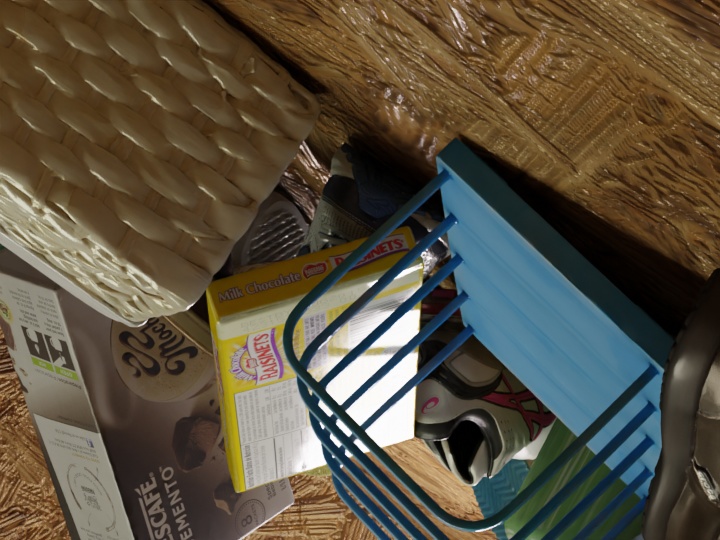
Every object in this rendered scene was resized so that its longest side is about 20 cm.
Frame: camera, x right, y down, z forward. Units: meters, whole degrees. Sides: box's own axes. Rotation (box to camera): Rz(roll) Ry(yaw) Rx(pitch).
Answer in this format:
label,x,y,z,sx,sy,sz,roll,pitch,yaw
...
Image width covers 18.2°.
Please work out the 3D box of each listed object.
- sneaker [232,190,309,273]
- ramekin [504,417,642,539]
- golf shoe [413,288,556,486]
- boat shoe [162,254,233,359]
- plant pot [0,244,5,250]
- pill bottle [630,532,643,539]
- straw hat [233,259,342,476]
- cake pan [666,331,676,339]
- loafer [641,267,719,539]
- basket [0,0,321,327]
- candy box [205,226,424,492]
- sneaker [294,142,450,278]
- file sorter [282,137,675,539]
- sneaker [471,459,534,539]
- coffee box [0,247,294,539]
label,x,y,z,sx,sy,sz,roll,pitch,yaw
sneaker,-0.065,-0.005,1.393,0.079,0.079,0.200,27,162,24
ramekin,0.178,0.157,1.282,0.199,0.098,0.200,34,172,5
golf shoe,0.063,0.082,1.291,0.072,0.093,0.200,2,160,22
boat shoe,-0.095,-0.020,1.159,0.200,0.072,0.072,44,178,-8
plant pot,-0.176,-0.033,1.461,0.199,0.142,0.141,29,172,-3
pill bottle,0.152,0.185,1.092,0.112,0.113,0.200,35,148,-5
straw hat,-0.033,0.077,1.348,0.199,0.086,0.202,2,152,1
cake pan,0.199,0.097,1.080,0.199,0.037,0.200,34,172,5
loafer,0.160,0.078,0.915,0.071,0.073,0.200,24,156,20
basket,-0.135,-0.080,1.046,0.199,0.136,0.123,37,169,-17
candy box,-0.021,0.048,1.116,0.200,0.101,0.027,91,163,-62
sneaker,0.000,0.000,1.138,0.077,0.086,0.200,33,171,5
file sorter,0.054,0.065,1.009,0.139,0.123,0.200,43,168,20
sneaker,0.142,0.154,1.461,0.200,0.080,0.077,47,138,35
coffee box,-0.123,0.066,1.265,0.079,0.113,0.202,16,128,47
